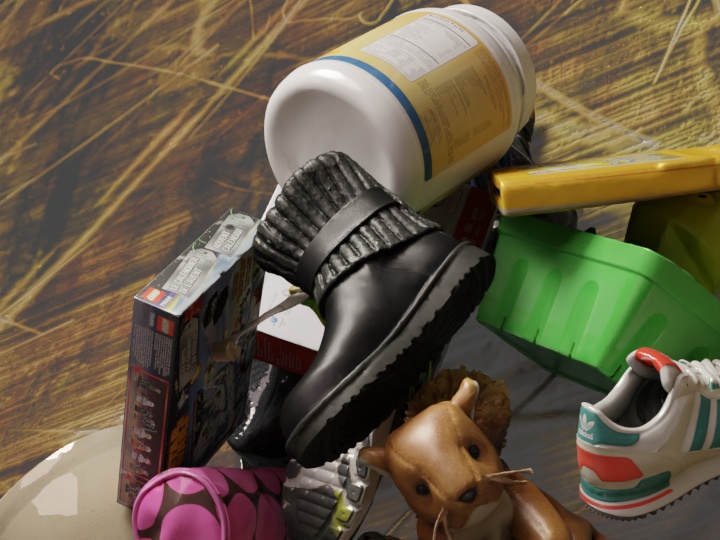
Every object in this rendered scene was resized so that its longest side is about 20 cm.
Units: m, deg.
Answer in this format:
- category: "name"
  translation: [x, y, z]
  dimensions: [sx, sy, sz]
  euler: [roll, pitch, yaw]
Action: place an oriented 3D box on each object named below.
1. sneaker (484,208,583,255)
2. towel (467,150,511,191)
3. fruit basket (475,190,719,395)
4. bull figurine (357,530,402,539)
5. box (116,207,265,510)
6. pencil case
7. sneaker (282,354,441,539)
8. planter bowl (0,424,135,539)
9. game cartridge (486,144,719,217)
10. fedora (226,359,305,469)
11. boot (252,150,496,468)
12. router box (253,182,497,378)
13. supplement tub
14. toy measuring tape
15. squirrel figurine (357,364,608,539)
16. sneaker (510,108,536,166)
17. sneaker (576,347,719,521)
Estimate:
- category: "sneaker"
  translation: [0.102, -0.009, 1.370]
  dimensions: [0.200, 0.067, 0.091]
  euler: [-22, 33, 19]
- category: "towel"
  translation: [0.076, -0.109, 1.432]
  dimensions: [0.048, 0.112, 0.200]
  euler: [-4, -4, -21]
- category: "fruit basket"
  translation: [0.216, -0.004, 1.198]
  dimensions: [0.216, 0.155, 0.216]
  euler: [-34, 37, 31]
- category: "bull figurine"
  translation: [-0.043, 0.272, 1.152]
  dimensions: [0.200, 0.065, 0.121]
  euler: [-31, 26, 12]
- category: "box"
  translation: [-0.124, 0.070, 1.161]
  dimensions: [0.040, 0.200, 0.137]
  euler: [22, 37, 15]
- category: "pencil case"
  translation: [-0.093, 0.194, 1.172]
  dimensions: [0.091, 0.200, 0.094]
  euler: [-9, 80, 21]
- category: "sneaker"
  translation: [0.011, 0.123, 1.155]
  dimensions: [0.074, 0.085, 0.200]
  euler: [23, 93, 38]
- category: "planter bowl"
  translation: [-0.189, 0.241, 1.244]
  dimensions: [0.200, 0.200, 0.135]
  euler: [-40, 60, -5]
- category: "game cartridge"
  translation: [0.202, -0.073, 1.207]
  dimensions: [0.200, 0.032, 0.176]
  euler: [-9, 6, 2]
- category: "fedora"
  translation: [-0.055, 0.100, 1.311]
  dimensions: [0.200, 0.092, 0.201]
  euler: [-23, 51, 32]
- category: "boot"
  translation: [-0.024, 0.024, 1.089]
  dimensions: [0.158, 0.079, 0.211]
  euler: [33, 62, 21]
- category: "router box"
  translation: [0.000, 0.000, 1.282]
  dimensions: [0.179, 0.049, 0.200]
  euler: [18, 58, 7]
- category: "supplement tub"
  translation: [0.036, -0.123, 1.236]
  dimensions: [0.145, 0.145, 0.200]
  euler: [-2, 22, 42]
- category: "toy measuring tape"
  translation: [-0.025, 0.038, 1.176]
  dimensions: [0.074, 0.074, 0.200]
  euler: [5, 31, 46]
- category: "squirrel figurine"
  translation: [0.070, 0.154, 1.083]
  dimensions: [0.141, 0.187, 0.200]
  euler: [-34, 32, 5]
- category: "sneaker"
  translation: [0.134, -0.135, 1.495]
  dimensions: [0.086, 0.080, 0.200]
  euler: [-27, 38, -5]
- category: "sneaker"
  translation: [0.228, 0.088, 1.065]
  dimensions: [0.200, 0.094, 0.070]
  euler: [-26, 28, -24]
